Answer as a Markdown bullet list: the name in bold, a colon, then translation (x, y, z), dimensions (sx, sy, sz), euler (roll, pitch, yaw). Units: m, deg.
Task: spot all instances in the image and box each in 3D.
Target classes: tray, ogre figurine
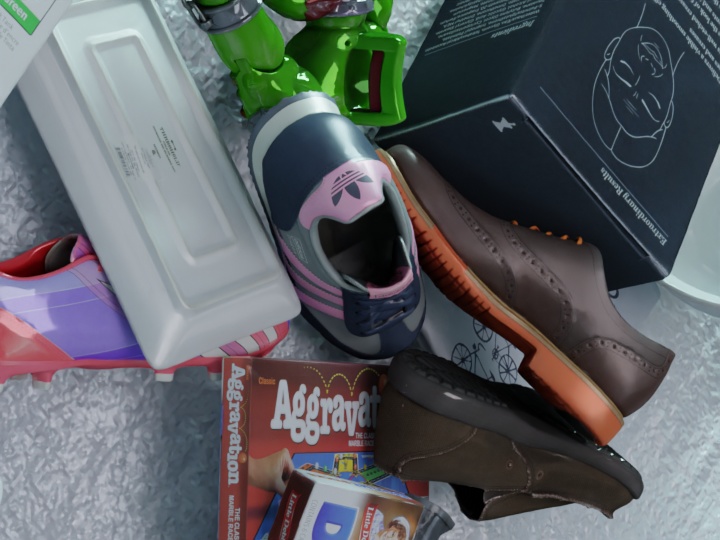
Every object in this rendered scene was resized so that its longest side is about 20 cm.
- **tray**: translation (-0.101, -0.057, 1.081), dimensions (0.107, 0.022, 0.201), euler (-21, 84, -45)
- **ogre figurine**: translation (-0.026, -0.130, 1.141), dimensions (0.200, 0.098, 0.120), euler (-64, 145, -77)

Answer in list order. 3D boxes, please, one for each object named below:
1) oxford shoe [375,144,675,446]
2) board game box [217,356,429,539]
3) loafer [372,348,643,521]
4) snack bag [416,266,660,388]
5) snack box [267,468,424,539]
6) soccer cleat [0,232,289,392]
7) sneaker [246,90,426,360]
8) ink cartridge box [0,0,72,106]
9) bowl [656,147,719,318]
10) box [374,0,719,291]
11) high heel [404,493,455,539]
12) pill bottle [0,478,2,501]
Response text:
- **oxford shoe**: translation (0.085, -0.001, 1.186), dimensions (0.073, 0.071, 0.200), euler (-43, 96, -6)
- **board game box**: translation (-0.015, 0.099, 1.154), dimensions (0.200, 0.019, 0.103), euler (7, 82, -62)
- **loafer**: translation (0.075, 0.102, 1.214), dimensions (0.200, 0.073, 0.071), euler (25, 101, -39)
- **snack bag**: translation (0.102, 0.008, 1.297), dimensions (0.200, 0.021, 0.189), euler (-49, 119, -37)
- **snack box**: translation (-0.034, 0.199, 1.083), dimensions (0.072, 0.024, 0.201), euler (17, 95, -37)
- **soccer cleat**: translation (-0.115, 0.014, 1.080), dimensions (0.199, 0.067, 0.077), euler (-5, 102, -38)
- **sneaker**: translation (0.000, 0.000, 1.118), dimensions (0.070, 0.082, 0.200), euler (-35, 142, -5)
- **ink cartridge box**: translation (-0.176, -0.133, 1.005), dimensions (0.050, 0.109, 0.200), euler (45, 60, -31)
- **bowl**: translation (0.248, -0.043, 1.356), dimensions (0.090, 0.200, 0.202), euler (71, 40, -60)
- **box**: translation (0.122, -0.105, 1.246), dimensions (0.148, 0.107, 0.200), euler (47, 50, -26)
- **high heel**: translation (0.035, 0.225, 1.203), dimensions (0.143, 0.071, 0.200), euler (-60, 140, -18)
- **pill bottle**: translation (-0.245, 0.046, 0.928), dimensions (0.120, 0.119, 0.200), euler (-51, 120, -31)
